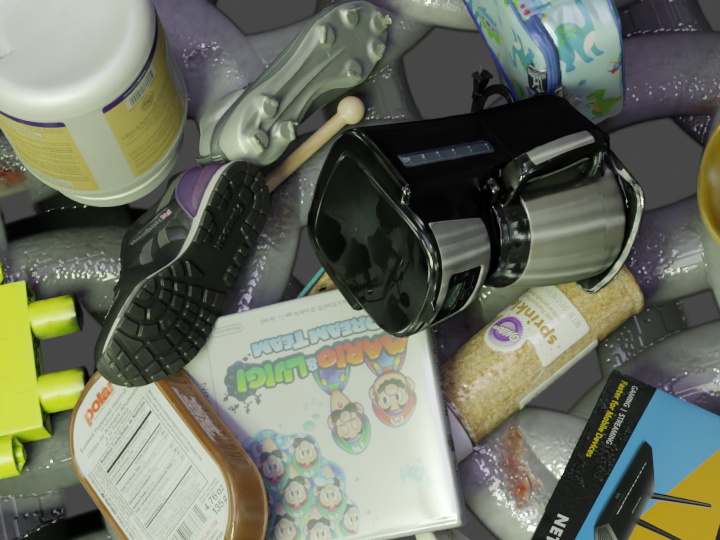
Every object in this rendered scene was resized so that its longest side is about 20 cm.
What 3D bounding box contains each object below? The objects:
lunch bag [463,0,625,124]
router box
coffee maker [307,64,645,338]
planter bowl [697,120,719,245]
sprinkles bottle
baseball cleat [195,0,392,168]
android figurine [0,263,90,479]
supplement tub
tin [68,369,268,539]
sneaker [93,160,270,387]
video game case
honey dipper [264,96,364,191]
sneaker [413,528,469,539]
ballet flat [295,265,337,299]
[{"bbox_3d":[0.134,-0.208,1.329,0.082,0.161,0.201,-24,67,-2],"label":"lunch bag"},{"bbox_3d":[0.205,0.185,1.205,0.148,0.051,0.201,23,57,13],"label":"router box"},{"bbox_3d":[0.065,-0.049,1.206,0.199,0.136,0.192,-12,28,-34],"label":"coffee maker"},{"bbox_3d":[0.358,-0.068,1.277,0.199,0.083,0.202,-25,45,27],"label":"planter bowl"},{"bbox_3d":[0.118,0.062,1.276,0.200,0.068,0.068,-38,71,-10],"label":"sprinkles bottle"},{"bbox_3d":[-0.062,-0.151,1.373,0.106,0.070,0.200,-5,32,46],"label":"baseball cleat"},{"bbox_3d":[-0.310,0.079,1.325,0.198,0.041,0.184,-10,69,0],"label":"android figurine"},{"bbox_3d":[-0.212,-0.145,1.305,0.144,0.200,0.147,-1,69,4],"label":"supplement tub"},{"bbox_3d":[-0.143,0.146,1.246,0.112,0.042,0.200,-51,55,12],"label":"tin"},{"bbox_3d":[-0.148,0.004,1.279,0.087,0.076,0.201,3,49,41],"label":"sneaker"},{"bbox_3d":[-0.032,0.111,1.245,0.198,0.024,0.184,-13,81,20],"label":"video game case"},{"bbox_3d":[-0.071,-0.069,1.363,0.200,0.038,0.038,-43,71,-15],"label":"honey dipper"},{"bbox_3d":[0.073,0.273,1.204,0.084,0.075,0.201,-43,53,22],"label":"sneaker"},{"bbox_3d":[0.000,0.000,1.316,0.070,0.071,0.201,30,77,15],"label":"ballet flat"}]
